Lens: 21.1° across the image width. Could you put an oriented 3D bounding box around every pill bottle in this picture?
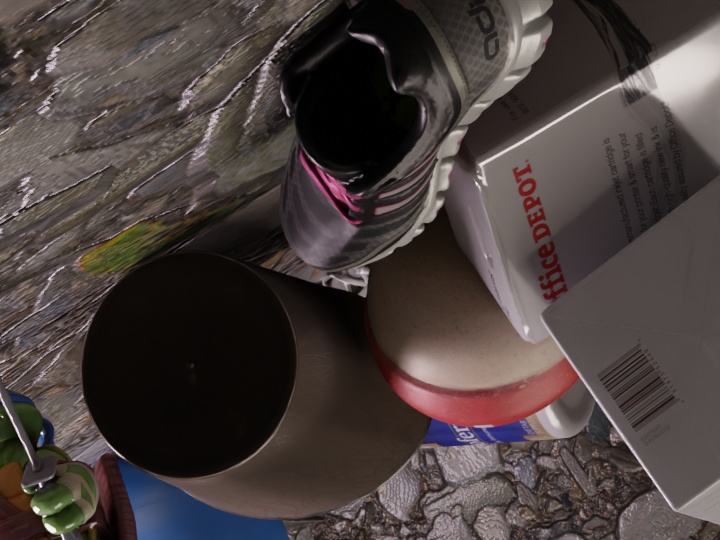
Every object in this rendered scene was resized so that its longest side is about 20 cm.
[{"bbox_3d":[0.071,0.076,1.476,0.199,0.117,0.116,-7,-175,29],"label":"pill bottle"}]

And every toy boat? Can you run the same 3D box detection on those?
[{"bbox_3d":[0.078,0.018,1.050,0.129,0.132,0.201,-4,-147,16],"label":"toy boat"}]

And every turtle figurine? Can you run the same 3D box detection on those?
[{"bbox_3d":[-0.170,0.142,0.860,0.143,0.195,0.200,-26,161,2],"label":"turtle figurine"}]

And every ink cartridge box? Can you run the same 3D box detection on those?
[{"bbox_3d":[0.131,-0.078,0.910,0.199,0.084,0.146,-30,140,-6],"label":"ink cartridge box"}]

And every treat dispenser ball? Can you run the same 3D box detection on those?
[{"bbox_3d":[-0.151,0.241,1.517,0.200,0.202,0.201,-31,172,-5],"label":"treat dispenser ball"}]

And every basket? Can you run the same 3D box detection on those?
[{"bbox_3d":[-0.065,0.061,1.033,0.179,0.137,0.200,-5,170,12],"label":"basket"}]

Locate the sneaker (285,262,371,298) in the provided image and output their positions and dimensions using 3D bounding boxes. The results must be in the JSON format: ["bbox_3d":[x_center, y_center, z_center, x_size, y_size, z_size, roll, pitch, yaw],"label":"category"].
[{"bbox_3d":[0.000,0.000,1.164,0.200,0.076,0.092,-39,165,-4],"label":"sneaker"}]

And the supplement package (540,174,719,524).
[{"bbox_3d":[0.183,0.048,0.936,0.109,0.114,0.200,-37,159,10],"label":"supplement package"}]

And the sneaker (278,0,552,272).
[{"bbox_3d":[-0.001,-0.057,0.790,0.087,0.074,0.200,-26,165,-36],"label":"sneaker"}]
